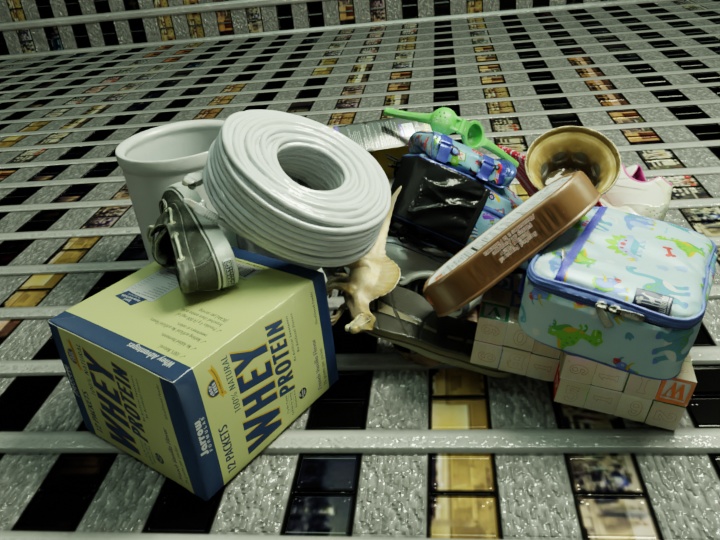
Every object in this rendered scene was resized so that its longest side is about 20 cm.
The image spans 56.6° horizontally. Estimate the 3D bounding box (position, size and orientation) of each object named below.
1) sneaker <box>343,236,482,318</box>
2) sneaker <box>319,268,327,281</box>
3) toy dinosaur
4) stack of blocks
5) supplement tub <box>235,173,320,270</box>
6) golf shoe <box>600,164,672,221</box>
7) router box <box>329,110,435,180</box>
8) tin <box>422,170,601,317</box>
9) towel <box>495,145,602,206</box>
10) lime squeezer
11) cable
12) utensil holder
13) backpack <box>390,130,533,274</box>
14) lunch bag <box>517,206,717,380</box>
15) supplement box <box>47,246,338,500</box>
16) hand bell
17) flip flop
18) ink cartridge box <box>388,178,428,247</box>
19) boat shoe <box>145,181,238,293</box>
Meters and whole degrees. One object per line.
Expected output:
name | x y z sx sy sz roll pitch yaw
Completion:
sneaker | 0.056 0.007 0.836 0.198 0.074 0.071 12 27 28
sneaker | -0.153 -0.001 0.877 0.198 0.075 0.118 -1 31 -24
toy dinosaur | 0.000 0.000 0.753 0.100 0.058 0.202 -4 50 24
stack of blocks | 0.213 0.074 0.664 0.197 0.059 0.116 13 33 10
supplement tub | -0.091 -0.095 0.851 0.121 0.124 0.201 -6 39 0
golf shoe | 0.357 -0.115 0.960 0.075 0.093 0.200 13 16 -40
router box | 0.029 -0.146 0.998 0.155 0.201 0.053 -11 67 -8
tin | 0.146 -0.028 0.668 0.199 0.042 0.112 -38 -2 6
towel | 0.278 -0.101 0.938 0.023 0.144 0.200 -46 35 2
lime squeezer | 0.125 -0.177 0.875 0.197 0.071 0.038 21 69 -4
cable | -0.063 -0.092 0.699 0.198 0.070 0.201 30 37 -1
utensil holder | -0.230 -0.087 0.933 0.167 0.203 0.171 -5 30 3
backpack | 0.140 -0.079 0.849 0.198 0.136 0.183 21 8 -7
lunch bag | 0.245 0.010 0.640 0.159 0.084 0.200 19 33 27
supplement box | -0.163 0.083 0.684 0.198 0.136 0.199 14 35 34
hand bell | 0.251 -0.070 0.821 0.102 0.201 0.105 -5 59 9
flip flop | 0.075 0.076 0.738 0.197 0.058 0.081 20 39 12
ink cartridge box | 0.115 -0.088 0.967 0.197 0.101 0.039 -7 28 1
boat shoe | -0.188 -0.038 0.695 0.063 0.072 0.200 -17 31 -22
